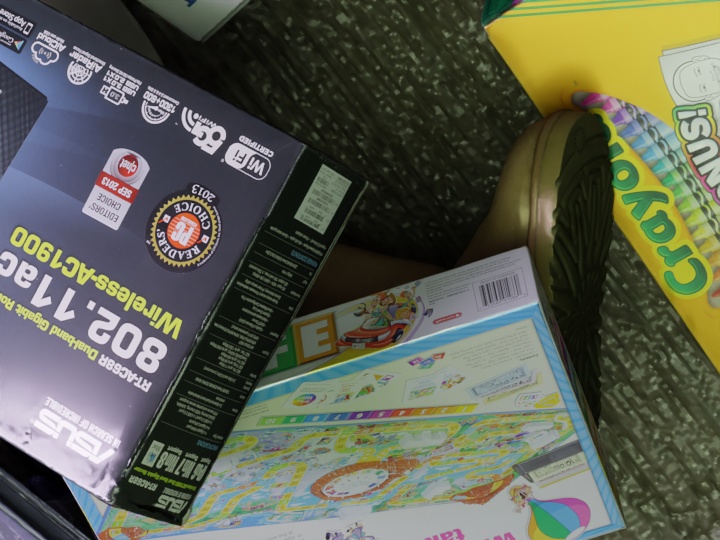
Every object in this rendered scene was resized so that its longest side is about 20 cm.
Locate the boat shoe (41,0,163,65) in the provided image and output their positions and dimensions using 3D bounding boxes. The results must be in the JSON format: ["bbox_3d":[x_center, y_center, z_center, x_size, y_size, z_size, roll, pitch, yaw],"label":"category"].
[{"bbox_3d":[-0.160,-0.119,1.250,0.202,0.072,0.060,46,112,-5],"label":"boat shoe"}]

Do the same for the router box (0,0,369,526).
[{"bbox_3d":[-0.118,-0.016,1.140,0.200,0.062,0.150,28,91,27],"label":"router box"}]

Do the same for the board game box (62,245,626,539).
[{"bbox_3d":[-0.008,0.077,1.196,0.199,0.034,0.135,-17,131,7],"label":"board game box"}]

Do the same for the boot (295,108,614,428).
[{"bbox_3d":[0.000,0.000,1.252,0.199,0.066,0.176,13,119,21],"label":"boot"}]

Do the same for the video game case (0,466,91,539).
[{"bbox_3d":[-0.180,0.114,1.329,0.200,0.019,0.143,39,151,-7],"label":"video game case"}]

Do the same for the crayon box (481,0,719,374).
[{"bbox_3d":[0.154,-0.061,1.239,0.119,0.058,0.200,-31,106,19],"label":"crayon box"}]

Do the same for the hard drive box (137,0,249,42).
[{"bbox_3d":[-0.090,-0.202,1.155,0.200,0.077,0.156,35,137,-18],"label":"hard drive box"}]

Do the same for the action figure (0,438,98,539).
[{"bbox_3d":[-0.148,0.052,1.317,0.130,0.069,0.200,-24,105,40],"label":"action figure"}]
